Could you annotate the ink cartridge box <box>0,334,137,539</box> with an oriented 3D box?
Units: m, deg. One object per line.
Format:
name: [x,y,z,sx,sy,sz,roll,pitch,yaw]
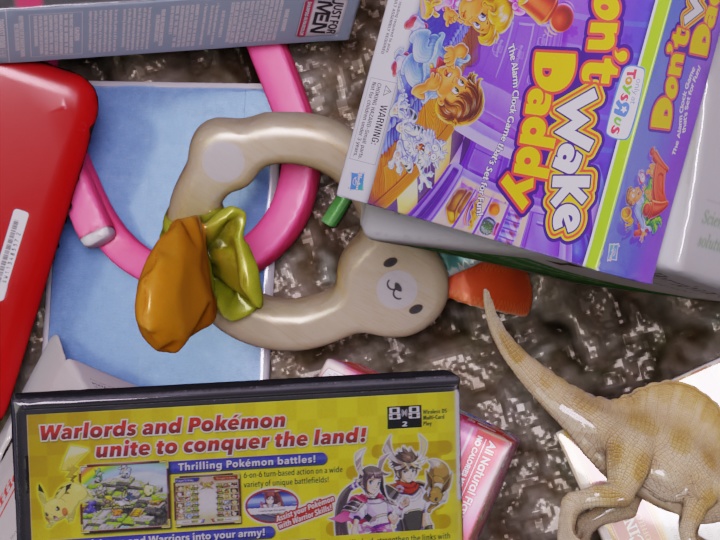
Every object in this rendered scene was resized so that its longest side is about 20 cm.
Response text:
ink cartridge box: [-0.134,0.127,0.892,0.067,0.200,0.117,24,102,-30]

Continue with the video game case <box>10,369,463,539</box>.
video game case: [-0.051,0.140,0.781,0.198,0.025,0.182,-2,94,-10]

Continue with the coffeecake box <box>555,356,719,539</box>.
coffeecake box: [0.218,0.110,0.875,0.199,0.073,0.154,-25,82,6]

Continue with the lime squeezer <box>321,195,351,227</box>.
lime squeezer: [0.010,-0.125,0.943,0.070,0.038,0.202,-1,86,9]

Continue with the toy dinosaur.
toy dinosaur: [0.129,0.094,0.836,0.199,0.058,0.102,26,75,3]

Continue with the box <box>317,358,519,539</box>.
box: [-0.006,0.155,0.864,0.102,0.095,0.201,24,89,8]

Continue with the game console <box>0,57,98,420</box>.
game console: [-0.249,-0.038,0.958,0.171,0.119,0.201,17,98,-12]

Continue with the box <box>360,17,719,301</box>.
box: [0.134,-0.092,0.815,0.170,0.198,0.202,6,87,39]

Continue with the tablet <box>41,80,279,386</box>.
tablet: [-0.110,-0.004,0.965,0.129,0.014,0.202,2,85,9]

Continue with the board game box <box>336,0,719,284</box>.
board game box: [0.078,-0.109,0.706,0.134,0.045,0.201,17,94,38]

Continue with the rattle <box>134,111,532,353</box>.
rattle: [0.000,0.000,0.859,0.199,0.143,0.131,20,92,-6]

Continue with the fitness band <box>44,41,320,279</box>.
fitness band: [-0.103,-0.087,0.946,0.143,0.037,0.201,-23,83,7]

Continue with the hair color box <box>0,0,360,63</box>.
hair color box: [-0.105,-0.167,0.897,0.198,0.061,0.100,-5,71,-12]
